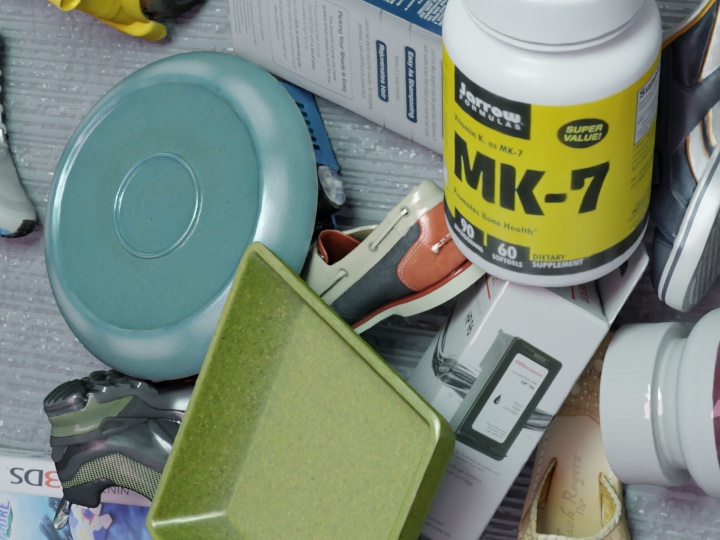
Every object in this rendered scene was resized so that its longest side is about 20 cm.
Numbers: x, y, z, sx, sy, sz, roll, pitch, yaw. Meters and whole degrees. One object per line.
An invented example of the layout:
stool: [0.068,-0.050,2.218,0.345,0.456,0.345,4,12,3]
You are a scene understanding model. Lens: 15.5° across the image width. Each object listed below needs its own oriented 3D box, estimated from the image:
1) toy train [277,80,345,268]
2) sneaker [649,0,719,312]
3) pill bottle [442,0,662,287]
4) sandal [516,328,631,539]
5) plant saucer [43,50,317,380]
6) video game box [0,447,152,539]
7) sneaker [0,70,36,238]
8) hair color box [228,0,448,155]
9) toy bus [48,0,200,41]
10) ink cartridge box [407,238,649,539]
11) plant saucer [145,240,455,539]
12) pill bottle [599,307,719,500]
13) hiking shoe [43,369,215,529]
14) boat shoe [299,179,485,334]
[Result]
toy train: [-0.100,-0.034,1.618,0.200,0.087,0.115,-27,70,25]
sneaker: [0.191,-0.080,1.480,0.079,0.078,0.201,22,90,19]
pill bottle: [0.099,-0.096,1.382,0.114,0.114,0.200,24,143,23]
sandal: [0.118,0.139,1.521,0.077,0.070,0.213,9,95,25]
plant saucer: [-0.115,-0.036,1.563,0.199,0.027,0.201,-9,73,31]
video game box: [-0.178,0.217,1.677,0.182,0.047,0.201,3,92,27]
sneaker: [-0.257,-0.113,1.696,0.087,0.075,0.200,-39,75,15]
hair color box: [0.018,-0.139,1.544,0.200,0.061,0.100,27,147,23]
toy bus: [-0.157,-0.253,1.580,0.136,0.192,0.200,37,104,22]
ink cartridge box: [0.082,0.048,1.503,0.068,0.116,0.200,29,104,-7]
plant saucer: [-0.026,0.116,1.472,0.200,0.048,0.201,43,121,43]
pill bottle: [0.239,0.073,1.441,0.199,0.109,0.110,-1,90,26]
hiking shoe: [-0.090,0.109,1.596,0.199,0.076,0.101,-2,101,-5]
boat shoe: [0.000,0.000,1.540,0.063,0.071,0.200,52,145,-11]
